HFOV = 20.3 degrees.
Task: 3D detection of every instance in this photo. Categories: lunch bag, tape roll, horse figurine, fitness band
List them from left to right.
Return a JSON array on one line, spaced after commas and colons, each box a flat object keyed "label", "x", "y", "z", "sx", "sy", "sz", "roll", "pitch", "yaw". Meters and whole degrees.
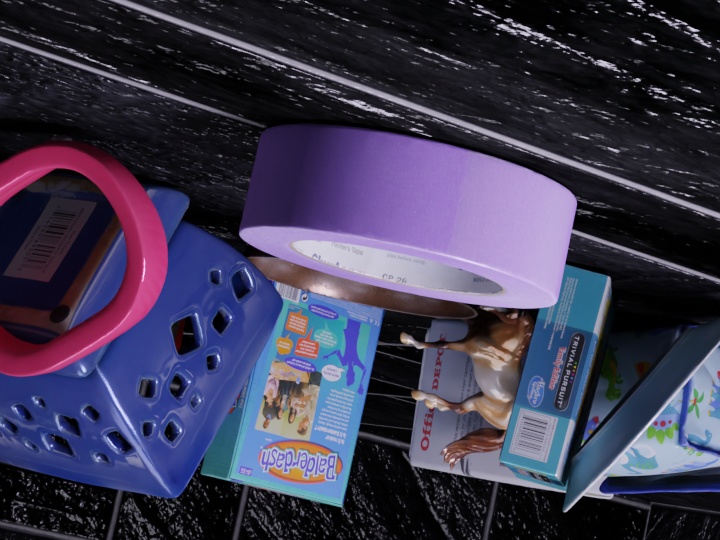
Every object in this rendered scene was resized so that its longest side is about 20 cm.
[{"label": "fitness band", "x": -0.217, "y": -0.009, "z": 1.402, "sx": 0.200, "sy": 0.144, "sz": 0.037, "roll": -29, "pitch": 177, "yaw": 34}, {"label": "tape roll", "x": 0.029, "y": -0.031, "z": 1.232, "sx": 0.199, "sy": 0.066, "sz": 0.200, "roll": 12, "pitch": 172, "yaw": 2}, {"label": "horse figurine", "x": 0.104, "y": 0.091, "z": 1.786, "sx": 0.132, "sy": 0.050, "sz": 0.201, "roll": 9, "pitch": 128, "yaw": 25}, {"label": "lunch bag", "x": 0.261, "y": 0.126, "z": 1.723, "sx": 0.169, "sy": 0.128, "sz": 0.199, "roll": -7, "pitch": 164, "yaw": 40}]

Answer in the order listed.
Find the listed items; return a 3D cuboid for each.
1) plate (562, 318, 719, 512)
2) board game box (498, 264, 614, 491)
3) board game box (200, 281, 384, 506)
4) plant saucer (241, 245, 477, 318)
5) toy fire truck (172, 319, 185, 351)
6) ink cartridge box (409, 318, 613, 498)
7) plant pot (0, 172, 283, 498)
[{"label": "plate", "x": 0.211, "y": 0.100, "z": 1.516, "sx": 0.026, "sy": 0.200, "sz": 0.200, "roll": 42, "pitch": 176, "yaw": 7}, {"label": "board game box", "x": 0.155, "y": 0.086, "z": 1.549, "sx": 0.047, "sy": 0.152, "sz": 0.200, "roll": 15, "pitch": 173, "yaw": 11}, {"label": "board game box", "x": -0.061, "y": 0.110, "z": 1.894, "sx": 0.045, "sy": 0.201, "sz": 0.152, "roll": 4, "pitch": 168, "yaw": 46}, {"label": "plant saucer", "x": 0.000, "y": 0.000, "z": 1.624, "sx": 0.199, "sy": 0.035, "sz": 0.200, "roll": 11, "pitch": 172, "yaw": 2}, {"label": "toy fire truck", "x": -0.264, "y": 0.049, "z": 2.149, "sx": 0.175, "sy": 0.129, "sz": 0.200, "roll": 15, "pitch": 160, "yaw": -18}, {"label": "ink cartridge box", "x": 0.148, "y": 0.126, "z": 1.879, "sx": 0.084, "sy": 0.147, "sz": 0.199, "roll": 13, "pitch": 174, "yaw": -40}, {"label": "plant pot", "x": -0.209, "y": 0.036, "z": 1.559, "sx": 0.199, "sy": 0.201, "sz": 0.180, "roll": 8, "pitch": 146, "yaw": 33}]
